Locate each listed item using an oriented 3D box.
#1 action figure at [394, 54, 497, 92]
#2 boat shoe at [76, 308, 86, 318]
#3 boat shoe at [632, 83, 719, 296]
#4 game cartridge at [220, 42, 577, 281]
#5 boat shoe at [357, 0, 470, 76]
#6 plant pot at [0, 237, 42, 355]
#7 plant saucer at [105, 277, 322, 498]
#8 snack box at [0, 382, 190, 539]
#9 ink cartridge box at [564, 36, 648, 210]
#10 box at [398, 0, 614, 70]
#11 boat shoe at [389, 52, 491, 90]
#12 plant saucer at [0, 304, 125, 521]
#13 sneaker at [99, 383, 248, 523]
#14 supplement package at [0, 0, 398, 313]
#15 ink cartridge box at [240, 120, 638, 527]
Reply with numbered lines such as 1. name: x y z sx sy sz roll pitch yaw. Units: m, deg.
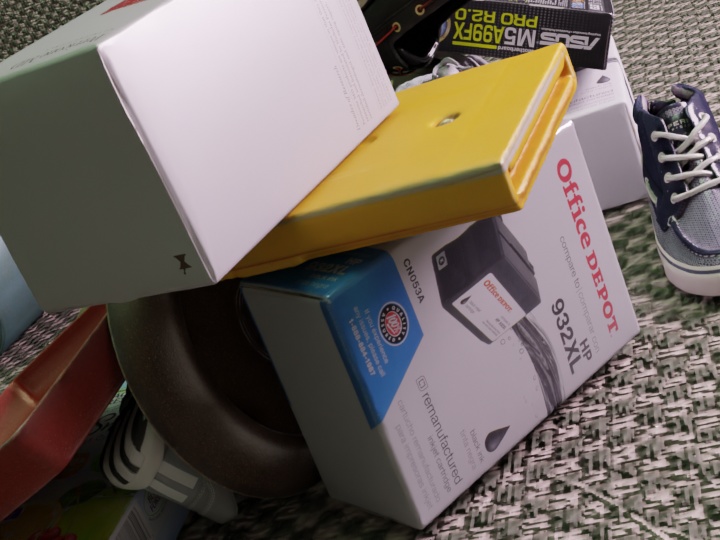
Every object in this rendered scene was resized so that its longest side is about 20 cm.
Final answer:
1. action figure: 0.031 -0.109 0.882 0.129 0.070 0.200 -11 -11 -20
2. boat shoe: -0.175 0.054 0.959 0.199 0.071 0.065 -25 47 47
3. boat shoe: 0.221 -0.060 0.813 0.074 0.093 0.200 -19 21 8
4. game cartridge: 0.008 -0.057 0.660 0.199 0.033 0.176 -15 22 27
5. boat shoe: 0.021 -0.170 0.875 0.074 0.063 0.201 -32 -8 -48
6. plant pot: -0.368 -0.021 1.195 0.199 0.201 0.197 -11 31 28
7. plant saucer: -0.061 0.033 0.719 0.032 0.201 0.200 -27 15 34
8. snack box: -0.174 0.140 0.778 0.141 0.053 0.200 -13 24 20
9. ink cartridge box: 0.160 -0.115 1.020 0.144 0.084 0.200 -18 22 16
10. box: 0.124 -0.210 0.993 0.159 0.045 0.200 7 20 7
11. boat shoe: 0.078 -0.140 0.965 0.200 0.072 0.060 33 99 51
12. plant saucer: -0.191 0.088 0.713 0.200 0.037 0.200 -38 15 33
13. sneaker: -0.084 0.076 0.762 0.075 0.115 0.201 -43 22 38
14. supplement package: -0.089 -0.085 0.620 0.121 0.120 0.200 -9 26 34
15. ink cartridge box: 0.052 0.022 0.687 0.200 0.146 0.083 -35 24 -31
